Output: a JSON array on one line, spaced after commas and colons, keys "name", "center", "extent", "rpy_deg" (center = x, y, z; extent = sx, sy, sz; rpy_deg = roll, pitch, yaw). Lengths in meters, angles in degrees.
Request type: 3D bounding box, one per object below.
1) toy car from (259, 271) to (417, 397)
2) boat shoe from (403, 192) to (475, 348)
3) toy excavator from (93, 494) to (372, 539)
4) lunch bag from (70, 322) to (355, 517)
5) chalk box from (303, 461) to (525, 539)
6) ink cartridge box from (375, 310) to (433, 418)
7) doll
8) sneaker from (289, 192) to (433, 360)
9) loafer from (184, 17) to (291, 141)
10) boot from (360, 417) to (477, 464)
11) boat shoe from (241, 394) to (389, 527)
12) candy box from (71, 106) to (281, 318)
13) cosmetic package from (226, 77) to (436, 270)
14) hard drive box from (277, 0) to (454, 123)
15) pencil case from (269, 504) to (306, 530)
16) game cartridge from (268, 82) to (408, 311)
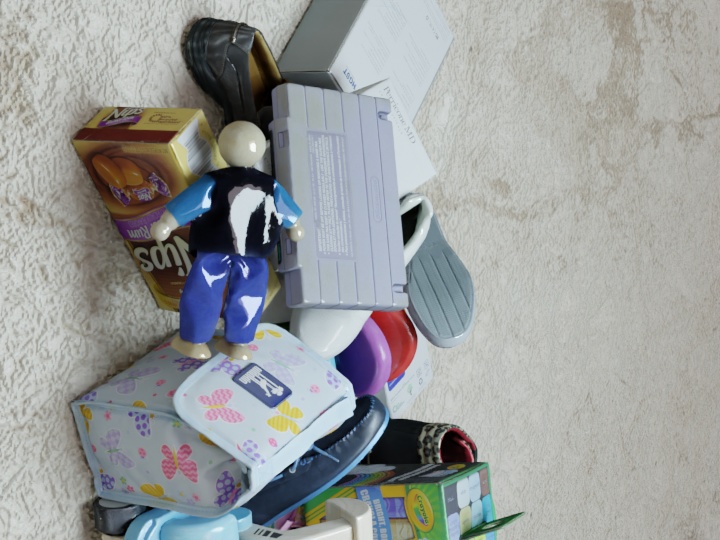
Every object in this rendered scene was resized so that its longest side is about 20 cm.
[{"name": "toy car", "center": [-0.023, 0.078, 1.430], "extent": [0.200, 0.150, 0.175], "rpy_deg": [-27, 116, -51]}, {"name": "boat shoe", "center": [0.074, 0.009, 1.467], "extent": [0.067, 0.073, 0.200], "rpy_deg": [93, -12, -51]}, {"name": "toy excavator", "center": [-0.115, 0.248, 1.272], "extent": [0.194, 0.200, 0.100], "rpy_deg": [-18, 110, -52]}, {"name": "lunch bag", "center": [-0.124, 0.128, 1.245], "extent": [0.170, 0.200, 0.127], "rpy_deg": [-35, 123, -47]}, {"name": "chalk box", "center": [0.061, 0.259, 1.373], "extent": [0.125, 0.200, 0.124], "rpy_deg": [-7, 92, -62]}, {"name": "ink cartridge box", "center": [0.032, 0.066, 1.600], "extent": [0.099, 0.039, 0.200], "rpy_deg": [-42, 133, -44]}, {"name": "doll", "center": [-0.113, -0.026, 1.171], "extent": [0.136, 0.048, 0.200], "rpy_deg": [5, 103, -27]}, {"name": "sneaker", "center": [0.000, 0.000, 1.337], "extent": [0.200, 0.070, 0.080], "rpy_deg": [-54, -178, -15]}, {"name": "loafer", "center": [-0.095, -0.162, 1.361], "extent": [0.200, 0.072, 0.073], "rpy_deg": [55, 50, -45]}, {"name": "boot", "center": [0.065, 0.221, 1.575], "extent": [0.204, 0.154, 0.074], "rpy_deg": [51, 54, -46]}, {"name": "boat shoe", "center": [-0.064, 0.182, 1.339], "extent": [0.200, 0.084, 0.069], "rpy_deg": [-39, 108, 0]}, {"name": "candy box", "center": [-0.160, -0.049, 1.242], "extent": [0.056, 0.117, 0.200], "rpy_deg": [-54, 135, -36]}, {"name": "cosmetic package", "center": [-0.033, -0.092, 1.329], "extent": [0.200, 0.081, 0.113], "rpy_deg": [-37, 104, -38]}, {"name": "hard drive box", "center": [0.008, -0.233, 1.501], "extent": [0.156, 0.077, 0.200], "rpy_deg": [56, 50, -43]}, {"name": "pencil case", "center": [-0.048, 0.248, 1.473], "extent": [0.200, 0.087, 0.088], "rpy_deg": [18, 79, -58]}, {"name": "game cartridge", "center": [-0.021, -0.064, 1.260], "extent": [0.129, 0.038, 0.200], "rpy_deg": [3, 78, -35]}]
